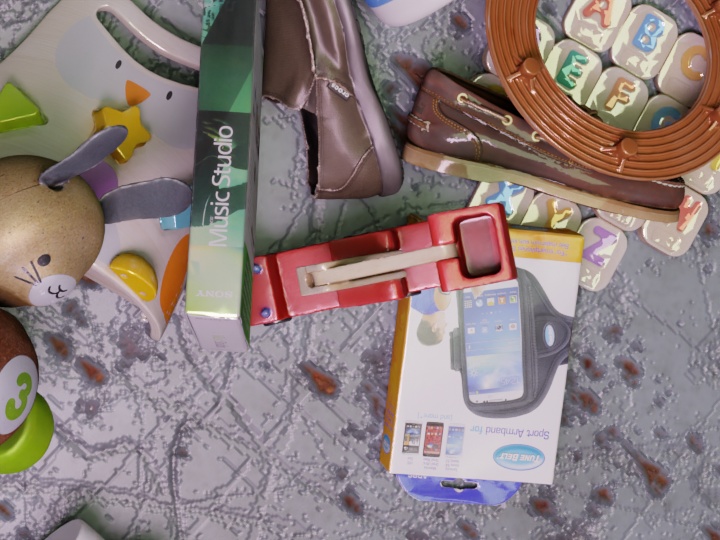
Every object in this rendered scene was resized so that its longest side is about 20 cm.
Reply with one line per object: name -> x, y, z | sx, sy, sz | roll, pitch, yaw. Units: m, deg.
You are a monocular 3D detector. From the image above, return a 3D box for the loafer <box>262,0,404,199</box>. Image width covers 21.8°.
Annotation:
loafer -> -0.033, -0.133, 1.222 | 0.071, 0.073, 0.200 | -22, 101, -9

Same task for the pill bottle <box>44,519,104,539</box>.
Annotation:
pill bottle -> -0.140, 0.259, 1.229 | 0.200, 0.112, 0.112 | 44, 86, -14

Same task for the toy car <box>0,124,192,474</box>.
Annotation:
toy car -> -0.191, -0.001, 1.060 | 0.200, 0.164, 0.158 | -35, 64, 5

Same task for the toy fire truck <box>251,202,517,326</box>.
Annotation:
toy fire truck -> 0.000, 0.000, 1.188 | 0.200, 0.141, 0.049 | -11, 90, 8

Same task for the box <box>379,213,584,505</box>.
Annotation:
box -> 0.082, 0.066, 1.289 | 0.119, 0.041, 0.200 | 5, 96, -11

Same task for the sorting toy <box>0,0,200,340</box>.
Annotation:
sorting toy -> -0.164, -0.085, 1.201 | 0.200, 0.107, 0.180 | 30, 71, -15

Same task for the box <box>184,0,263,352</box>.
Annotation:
box -> -0.081, -0.059, 1.127 | 0.036, 0.144, 0.200 | 1, 79, -1

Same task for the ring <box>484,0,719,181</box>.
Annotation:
ring -> 0.178, -0.156, 1.254 | 0.200, 0.019, 0.201 | 7, 70, -19

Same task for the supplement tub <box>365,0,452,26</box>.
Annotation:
supplement tub -> 0.010, -0.268, 1.187 | 0.132, 0.132, 0.200 | -41, 104, -5

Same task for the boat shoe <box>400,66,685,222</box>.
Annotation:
boat shoe -> 0.129, -0.084, 1.254 | 0.200, 0.070, 0.070 | 13, 100, -14

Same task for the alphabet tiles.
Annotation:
alphabet tiles -> 0.165, -0.094, 1.305 | 0.200, 0.015, 0.196 | 28, 90, -15
